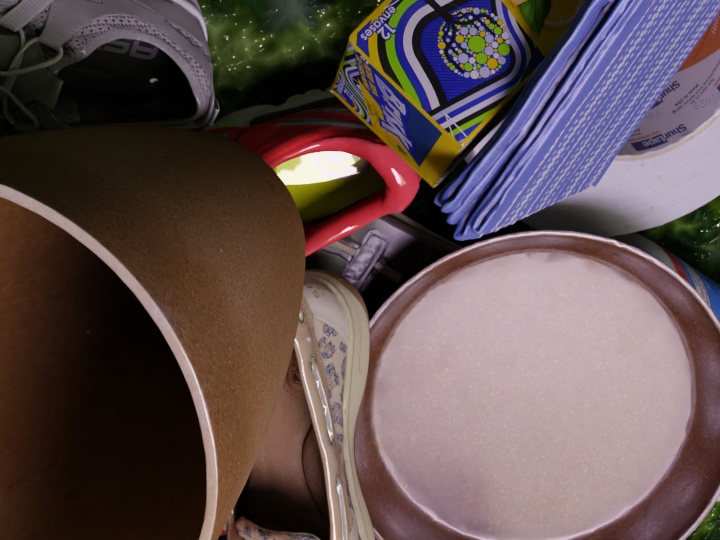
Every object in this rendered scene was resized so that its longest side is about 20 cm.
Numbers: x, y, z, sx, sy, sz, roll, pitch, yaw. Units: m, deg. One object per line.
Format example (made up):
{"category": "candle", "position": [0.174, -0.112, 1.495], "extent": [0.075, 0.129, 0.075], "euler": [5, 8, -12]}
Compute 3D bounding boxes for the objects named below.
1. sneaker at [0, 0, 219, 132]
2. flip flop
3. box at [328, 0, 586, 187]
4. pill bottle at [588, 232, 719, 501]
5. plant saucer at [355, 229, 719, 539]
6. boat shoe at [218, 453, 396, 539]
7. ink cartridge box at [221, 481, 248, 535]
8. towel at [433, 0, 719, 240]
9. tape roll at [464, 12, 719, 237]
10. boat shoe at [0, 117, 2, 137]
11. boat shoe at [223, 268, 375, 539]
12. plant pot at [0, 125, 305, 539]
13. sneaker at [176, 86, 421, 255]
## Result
{"category": "sneaker", "position": [-0.146, -0.096, 0.786], "extent": [0.200, 0.082, 0.075], "euler": [0, 126, -28]}
{"category": "flip flop", "position": [0.000, 0.000, 0.966], "extent": [0.200, 0.058, 0.081], "euler": [31, 103, -25]}
{"category": "box", "position": [0.080, -0.129, 0.790], "extent": [0.200, 0.064, 0.070], "euler": [-46, 177, -14]}
{"category": "pill bottle", "position": [0.181, 0.062, 1.069], "extent": [0.200, 0.112, 0.112], "euler": [27, 110, -40]}
{"category": "plant saucer", "position": [0.086, 0.069, 0.952], "extent": [0.200, 0.035, 0.201], "euler": [-1, 112, -3]}
{"category": "boat shoe", "position": [0.002, 0.119, 1.009], "extent": [0.200, 0.084, 0.069], "euler": [-30, 110, -19]}
{"category": "ink cartridge box", "position": [-0.160, 0.090, 0.929], "extent": [0.200, 0.067, 0.116], "euler": [-14, 120, -17]}
{"category": "towel", "position": [0.104, -0.084, 0.808], "extent": [0.145, 0.024, 0.200], "euler": [-55, 168, 19]}
{"category": "tape roll", "position": [0.129, -0.114, 0.930], "extent": [0.200, 0.066, 0.201], "euler": [-15, 132, -17]}
{"category": "boat shoe", "position": [-0.205, -0.006, 0.792], "extent": [0.072, 0.066, 0.201], "euler": [-30, 154, -48]}
{"category": "boat shoe", "position": [-0.037, 0.101, 0.905], "extent": [0.063, 0.073, 0.201], "euler": [-9, 99, -63]}
{"category": "plant pot", "position": [-0.100, 0.021, 0.739], "extent": [0.187, 0.186, 0.200], "euler": [-65, 170, 27]}
{"category": "sneaker", "position": [-0.066, -0.029, 0.861], "extent": [0.200, 0.085, 0.077], "euler": [-21, 113, 4]}
